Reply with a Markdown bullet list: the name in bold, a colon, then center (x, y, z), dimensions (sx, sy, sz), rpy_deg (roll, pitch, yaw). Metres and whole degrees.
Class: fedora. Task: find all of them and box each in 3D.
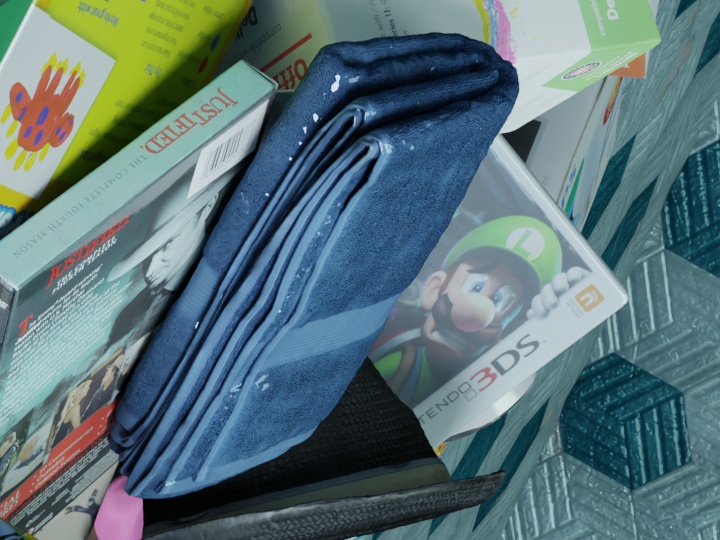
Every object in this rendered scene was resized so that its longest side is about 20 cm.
- **fedora**: center (-0.034, 0.078, 1.112), dimensions (0.201, 0.200, 0.092), rpy_deg (19, 57, -78)

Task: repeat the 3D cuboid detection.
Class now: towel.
- **towel**: center (-0.016, 0.001, 0.949), dimensions (0.112, 0.049, 0.200), rpy_deg (-16, 144, -51)

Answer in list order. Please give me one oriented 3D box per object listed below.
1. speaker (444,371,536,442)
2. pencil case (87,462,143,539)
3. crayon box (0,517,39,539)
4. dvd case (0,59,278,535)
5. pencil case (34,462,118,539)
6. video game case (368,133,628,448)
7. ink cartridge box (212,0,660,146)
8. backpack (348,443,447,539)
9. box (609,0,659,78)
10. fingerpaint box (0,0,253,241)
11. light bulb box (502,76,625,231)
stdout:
- **speaker**: center (0.010, -0.016, 1.230), dimensions (0.081, 0.081, 0.200), rpy_deg (-50, 121, -40)
- **pencil case**: center (-0.108, 0.066, 1.228), dimensions (0.094, 0.091, 0.200), rpy_deg (25, 92, -53)
- **crayon box**: center (-0.162, 0.128, 0.842), dimensions (0.058, 0.200, 0.119), rpy_deg (-44, 161, -50)
- **dvd case**: center (-0.101, 0.028, 0.923), dimensions (0.146, 0.022, 0.200), rpy_deg (-42, 163, -40)
- **pencil case**: center (-0.149, 0.074, 1.082), dimensions (0.078, 0.089, 0.200), rpy_deg (-95, -155, -57)
- **video game case**: center (0.000, 0.000, 1.168), dimensions (0.182, 0.200, 0.023), rpy_deg (-38, -152, 7)
- **ink cartridge box**: center (0.005, -0.092, 1.013), dimensions (0.200, 0.067, 0.117), rpy_deg (-11, 170, -34)
- **backpack**: center (-0.024, 0.062, 1.338), dimensions (0.126, 0.167, 0.200), rpy_deg (-5, -150, 46)
- **box**: center (0.073, -0.193, 1.103), dimensions (0.200, 0.124, 0.098), rpy_deg (84, 16, -48)
- **fingerpaint box**: center (-0.119, -0.071, 0.861), dimensions (0.167, 0.073, 0.200), rpy_deg (-62, 168, 5)
- **light bulb box**: center (0.073, -0.055, 1.526), dimensions (0.200, 0.125, 0.198), rpy_deg (84, 27, -71)
